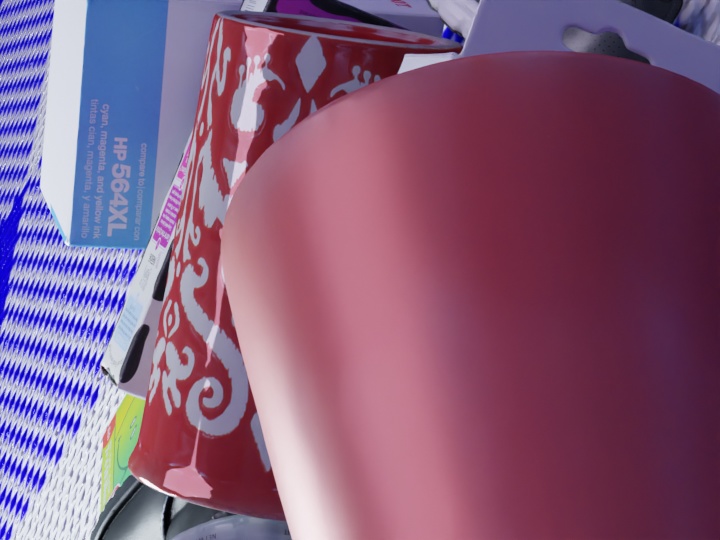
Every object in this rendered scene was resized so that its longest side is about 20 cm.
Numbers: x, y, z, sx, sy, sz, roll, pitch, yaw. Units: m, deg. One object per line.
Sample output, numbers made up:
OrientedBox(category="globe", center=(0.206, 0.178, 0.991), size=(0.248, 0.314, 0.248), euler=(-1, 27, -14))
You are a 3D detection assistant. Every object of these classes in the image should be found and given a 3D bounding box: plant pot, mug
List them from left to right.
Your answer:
OrientedBox(category="mug", center=(0.000, -0.002, 1.252), size=(0.133, 0.177, 0.200), euler=(-32, -51, -78))
OrientedBox(category="plant pot", center=(0.058, 0.058, 0.951), size=(0.200, 0.200, 0.178), euler=(-52, 35, 45))

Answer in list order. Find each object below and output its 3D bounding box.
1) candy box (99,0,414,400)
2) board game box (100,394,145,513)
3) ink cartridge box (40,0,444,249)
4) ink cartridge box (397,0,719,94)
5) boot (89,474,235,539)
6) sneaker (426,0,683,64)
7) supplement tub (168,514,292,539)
OrientedBox(category="candy box", center=(-0.020, -0.019, 1.356), size=(0.200, 0.136, 0.061), euler=(-68, 15, 2))
OrientedBox(category="board game box", center=(-0.082, 0.056, 1.615), size=(0.200, 0.048, 0.102), euler=(-60, 18, 29))
OrientedBox(category="ink cartridge box", center=(-0.049, -0.080, 1.450), size=(0.129, 0.200, 0.126), euler=(-129, 44, -71))
OrientedBox(category="ink cartridge box", center=(0.056, -0.010, 1.139), size=(0.200, 0.115, 0.068), euler=(-69, 17, -2))
OrientedBox(category="boot", center=(-0.078, 0.152, 1.455), size=(0.198, 0.073, 0.163), euler=(-60, 22, 27))
OrientedBox(category="sneaker", center=(0.090, -0.118, 1.265), size=(0.085, 0.074, 0.200), euler=(-58, 28, 16))
OrientedBox(category="supplement tub", center=(-0.039, 0.200, 1.173), size=(0.123, 0.122, 0.200), euler=(-60, 19, 27))
